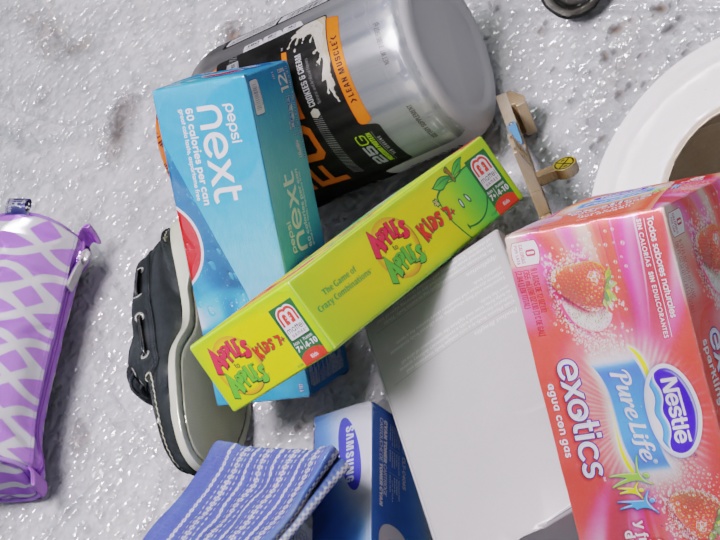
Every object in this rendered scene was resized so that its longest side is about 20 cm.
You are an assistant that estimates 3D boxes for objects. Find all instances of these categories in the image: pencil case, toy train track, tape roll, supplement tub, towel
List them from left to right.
[{"bbox_3d":[-0.233,0.058,1.702,0.085,0.084,0.201,3,65,14],"label":"pencil case"},{"bbox_3d":[-0.088,0.154,1.431,0.145,0.024,0.200,-50,13,-16],"label":"towel"},{"bbox_3d":[-0.024,-0.107,1.606,0.199,0.122,0.123,-23,51,27],"label":"supplement tub"},{"bbox_3d":[0.115,-0.055,1.493,0.032,0.115,0.200,-22,31,5],"label":"toy train track"},{"bbox_3d":[0.228,-0.036,1.398,0.202,0.071,0.203,-19,54,28],"label":"tape roll"}]

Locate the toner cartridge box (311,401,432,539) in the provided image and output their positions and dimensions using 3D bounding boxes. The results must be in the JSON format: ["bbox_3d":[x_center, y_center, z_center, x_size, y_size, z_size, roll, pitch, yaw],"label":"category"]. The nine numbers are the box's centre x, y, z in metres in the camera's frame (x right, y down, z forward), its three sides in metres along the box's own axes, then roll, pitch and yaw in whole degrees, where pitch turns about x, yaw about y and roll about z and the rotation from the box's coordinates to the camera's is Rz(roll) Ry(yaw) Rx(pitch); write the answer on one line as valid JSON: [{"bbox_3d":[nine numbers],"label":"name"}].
[{"bbox_3d":[0.015,0.183,1.411,0.043,0.095,0.201,-19,54,27],"label":"toner cartridge box"}]

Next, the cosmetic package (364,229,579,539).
[{"bbox_3d":[0.084,0.089,1.424,0.107,0.090,0.201,-32,50,19],"label":"cosmetic package"}]

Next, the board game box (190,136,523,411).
[{"bbox_3d":[0.000,0.000,1.472,0.101,0.048,0.200,-32,4,45],"label":"board game box"}]

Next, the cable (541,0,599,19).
[{"bbox_3d":[0.162,-0.258,1.582,0.200,0.097,0.050,-54,3,-8],"label":"cable"}]

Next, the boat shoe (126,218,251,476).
[{"bbox_3d":[-0.120,0.056,1.614,0.066,0.074,0.200,-29,50,27],"label":"boat shoe"}]

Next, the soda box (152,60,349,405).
[{"bbox_3d":[-0.066,-0.022,1.542,0.068,0.064,0.201,-7,100,25],"label":"soda box"}]

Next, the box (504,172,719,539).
[{"bbox_3d":[0.159,0.060,1.299,0.094,0.103,0.201,-11,96,32],"label":"box"}]

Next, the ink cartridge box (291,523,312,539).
[{"bbox_3d":[-0.072,0.247,1.472,0.109,0.050,0.201,-27,51,23],"label":"ink cartridge box"}]
